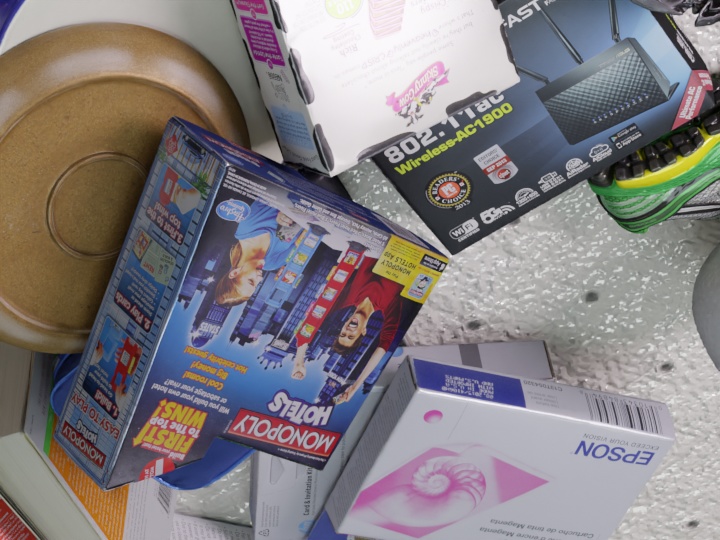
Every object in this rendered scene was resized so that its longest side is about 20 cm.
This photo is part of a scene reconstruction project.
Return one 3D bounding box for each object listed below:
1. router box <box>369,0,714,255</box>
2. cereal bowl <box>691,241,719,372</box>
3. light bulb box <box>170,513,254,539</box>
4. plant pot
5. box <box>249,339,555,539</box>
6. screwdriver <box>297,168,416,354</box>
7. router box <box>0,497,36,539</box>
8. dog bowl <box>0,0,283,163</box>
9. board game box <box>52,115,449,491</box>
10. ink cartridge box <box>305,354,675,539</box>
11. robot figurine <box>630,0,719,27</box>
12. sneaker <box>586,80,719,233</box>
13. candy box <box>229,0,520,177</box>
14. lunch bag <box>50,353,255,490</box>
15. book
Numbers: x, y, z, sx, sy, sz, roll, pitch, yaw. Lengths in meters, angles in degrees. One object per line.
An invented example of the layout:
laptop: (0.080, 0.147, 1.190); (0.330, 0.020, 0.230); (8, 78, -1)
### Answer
router box: (0.095, -0.117, 1.564); (0.200, 0.062, 0.150); (-31, 128, 16)
cereal bowl: (0.291, -0.018, 1.623); (0.200, 0.200, 0.084); (-31, 94, 16)
light bulb box: (-0.150, 0.281, 1.822); (0.199, 0.125, 0.199); (14, 126, -22)
plant pot: (-0.148, -0.039, 1.434); (0.199, 0.027, 0.201); (-11, 119, -21)
box: (0.026, 0.119, 1.768); (0.199, 0.041, 0.156); (-4, 134, -9)
screwdriver: (0.000, 0.000, 1.675); (0.029, 0.028, 0.200); (-39, 135, -16)
router box: (-0.301, 0.212, 1.701); (0.199, 0.049, 0.180); (-14, 109, 28)
dog bowl: (-0.132, -0.115, 1.469); (0.199, 0.079, 0.201); (-12, 119, -22)
board game box: (-0.076, 0.038, 1.460); (0.200, 0.062, 0.200); (23, 102, -47)
ink cartridge box: (0.086, 0.153, 1.756); (0.196, 0.043, 0.200); (10, 130, -20)
robot figurine: (0.227, -0.221, 1.473); (0.199, 0.058, 0.146); (-12, 95, -3)
sneaker: (0.241, -0.082, 1.625); (0.199, 0.078, 0.085); (-15, 141, 12)
candy box: (-0.005, -0.171, 1.425); (0.136, 0.061, 0.201); (-27, 111, -23)
lunch bag: (-0.104, 0.042, 1.601); (0.136, 0.133, 0.200); (33, 124, -22)
book: (-0.180, 0.121, 1.672); (0.048, 0.134, 0.200); (-15, 132, 20)
